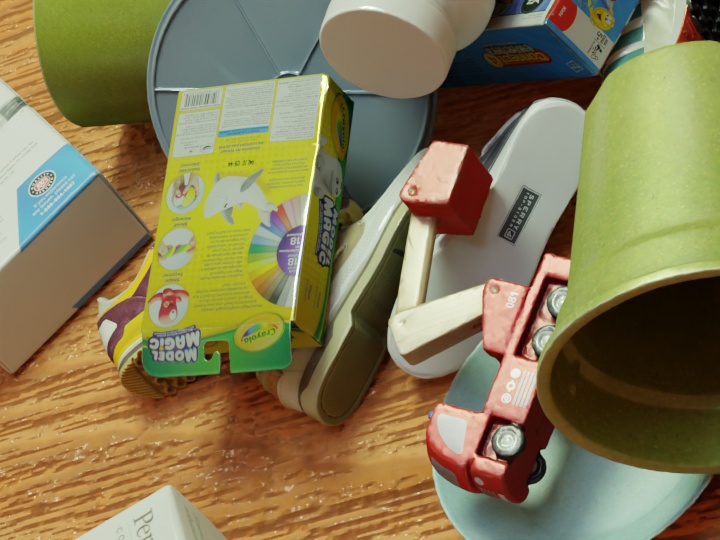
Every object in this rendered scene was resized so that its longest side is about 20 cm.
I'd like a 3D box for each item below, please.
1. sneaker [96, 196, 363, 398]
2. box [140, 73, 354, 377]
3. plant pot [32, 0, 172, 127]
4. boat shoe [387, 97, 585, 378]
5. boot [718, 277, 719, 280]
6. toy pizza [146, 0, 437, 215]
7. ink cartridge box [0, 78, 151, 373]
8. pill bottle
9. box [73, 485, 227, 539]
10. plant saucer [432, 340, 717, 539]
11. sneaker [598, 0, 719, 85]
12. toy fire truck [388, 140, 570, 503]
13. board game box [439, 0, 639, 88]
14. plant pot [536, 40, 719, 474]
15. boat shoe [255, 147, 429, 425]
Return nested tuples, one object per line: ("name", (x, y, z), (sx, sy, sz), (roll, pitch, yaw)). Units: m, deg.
("sneaker", (-0.092, -0.004, 1.838), (0.199, 0.075, 0.090), (-33, 52, 6))
("box", (-0.073, -0.023, 1.762), (0.117, 0.048, 0.201), (-4, 63, 27))
("plant pot", (-0.101, -0.189, 1.925), (0.198, 0.188, 0.188), (4, 59, 19))
("boat shoe", (0.078, -0.023, 1.754), (0.201, 0.071, 0.068), (-61, 14, -1))
("boot", (0.311, -0.017, 1.603), (0.199, 0.066, 0.176), (-28, 59, 13))
("toy pizza", (-0.045, -0.123, 1.843), (0.199, 0.201, 0.032), (-24, 9, 15))
("ink cartridge box", (-0.266, -0.043, 1.970), (0.145, 0.084, 0.200), (-45, 46, -4))
("pill bottle", (0.044, -0.213, 1.759), (0.112, 0.113, 0.201), (-2, 52, 31))
("box", (-0.108, 0.277, 1.553), (0.171, 0.200, 0.200), (-30, 45, 7))
("plant saucer", (0.140, 0.097, 1.641), (0.200, 0.039, 0.202), (-17, 50, 22))
("sneaker", (0.184, -0.129, 1.772), (0.093, 0.070, 0.201), (-10, 53, 49))
("toy fire truck", (0.069, 0.031, 1.649), (0.140, 0.049, 0.201), (14, 72, 28))
("board game box", (0.126, -0.219, 1.827), (0.199, 0.056, 0.197), (2, 57, 57))
("plant pot", (0.193, -0.018, 1.524), (0.199, 0.200, 0.185), (-16, 52, 21))
("boat shoe", (0.000, 0.000, 1.776), (0.068, 0.075, 0.201), (22, 72, 35))
